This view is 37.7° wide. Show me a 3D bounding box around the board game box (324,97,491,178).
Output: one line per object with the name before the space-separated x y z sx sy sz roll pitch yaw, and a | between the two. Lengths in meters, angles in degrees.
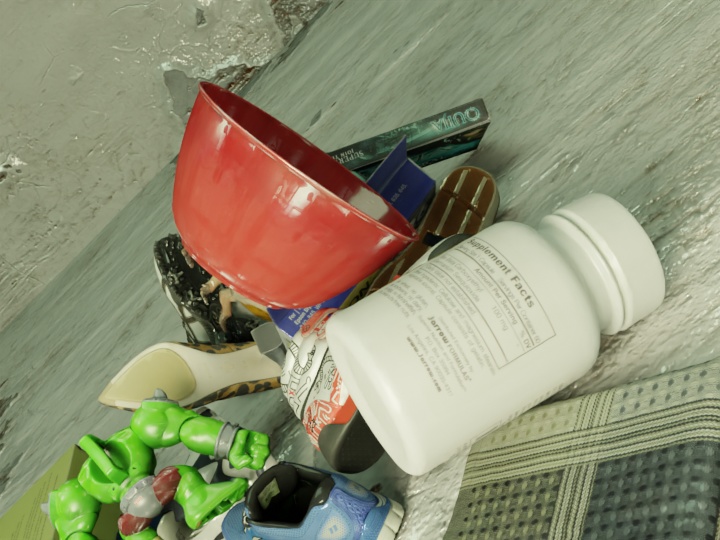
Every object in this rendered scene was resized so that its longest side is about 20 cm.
board game box | 0.031 -0.118 1.091 0.200 0.028 0.135 -20 -5 -1

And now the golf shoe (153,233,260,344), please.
golf shoe | -0.179 0.054 1.188 0.078 0.200 0.094 -27 -13 -42

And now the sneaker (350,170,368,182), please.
sneaker | 0.001 -0.056 1.078 0.091 0.078 0.200 -44 -16 -19

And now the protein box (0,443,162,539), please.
protein box | -0.299 0.318 1.013 0.200 0.135 0.199 -45 20 9

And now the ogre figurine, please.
ogre figurine | -0.179 0.185 0.884 0.200 0.120 0.098 -51 -18 9

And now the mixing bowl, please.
mixing bowl | -0.067 -0.042 0.800 0.108 0.200 0.200 -54 18 11

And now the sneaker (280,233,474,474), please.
sneaker | 0.009 0.040 0.781 0.108 0.067 0.202 45 112 46

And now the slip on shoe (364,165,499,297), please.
slip on shoe | 0.064 -0.001 0.958 0.200 0.076 0.061 -62 -18 -14

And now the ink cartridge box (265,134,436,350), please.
ink cartridge box | 0.000 0.000 0.970 0.198 0.047 0.200 -52 -12 -13

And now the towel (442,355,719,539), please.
towel | 0.119 0.149 0.594 0.200 0.035 0.193 -24 33 47

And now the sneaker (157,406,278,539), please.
sneaker | -0.155 0.207 0.993 0.130 0.080 0.199 -45 27 -17

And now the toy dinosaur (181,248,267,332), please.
toy dinosaur | -0.108 -0.018 1.098 0.135 0.200 0.086 -24 3 -3

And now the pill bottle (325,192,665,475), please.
pill bottle | 0.088 0.034 0.676 0.200 0.114 0.114 -29 15 -13

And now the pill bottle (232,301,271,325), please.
pill bottle | -0.098 -0.005 1.234 0.200 0.113 0.113 -38 21 29

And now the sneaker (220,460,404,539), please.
sneaker | -0.054 0.182 0.808 0.200 0.089 0.079 -24 30 51

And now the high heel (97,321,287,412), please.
high heel | -0.151 0.112 1.064 0.200 0.071 0.143 -19 -19 4
